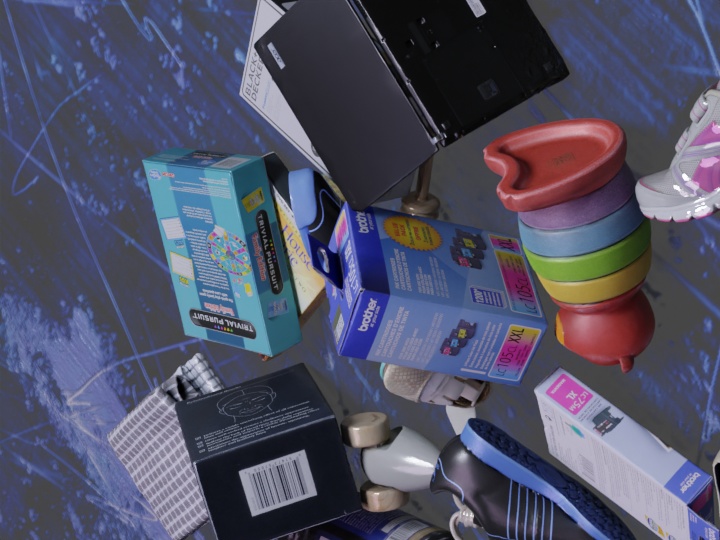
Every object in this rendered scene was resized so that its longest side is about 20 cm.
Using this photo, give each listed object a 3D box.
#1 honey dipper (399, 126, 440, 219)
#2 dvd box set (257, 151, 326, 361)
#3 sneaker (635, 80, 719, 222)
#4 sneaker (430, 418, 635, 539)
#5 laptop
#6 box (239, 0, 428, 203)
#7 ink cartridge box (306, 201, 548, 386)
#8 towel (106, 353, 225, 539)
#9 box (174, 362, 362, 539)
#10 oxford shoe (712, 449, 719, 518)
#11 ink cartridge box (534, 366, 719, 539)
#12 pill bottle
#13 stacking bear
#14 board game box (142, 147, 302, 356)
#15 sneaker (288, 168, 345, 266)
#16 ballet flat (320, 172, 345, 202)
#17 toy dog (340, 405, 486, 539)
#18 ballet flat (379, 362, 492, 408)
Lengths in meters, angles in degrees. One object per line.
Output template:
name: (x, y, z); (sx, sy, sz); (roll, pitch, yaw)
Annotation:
honey dipper: (0.063, -0.111, 1.521); (0.038, 0.038, 0.201); (32, 129, 33)
dvd box set: (-0.095, -0.011, 1.761); (0.147, 0.029, 0.200); (54, 142, 11)
sneaker: (0.279, -0.100, 1.246); (0.200, 0.081, 0.089); (-27, 89, 44)
sneaker: (0.156, 0.219, 1.520); (0.200, 0.070, 0.078); (37, 109, 5)
laptop: (0.040, -0.179, 1.422); (0.178, 0.199, 0.103); (58, 170, 5)
box: (-0.025, -0.162, 1.539); (0.200, 0.060, 0.117); (45, 135, 35)
ink cartridge box: (0.046, 0.017, 1.442); (0.137, 0.199, 0.077); (-101, 25, -54)
towel: (-0.206, 0.215, 1.975); (0.166, 0.085, 0.200); (56, 141, 8)
box: (-0.098, 0.188, 1.718); (0.200, 0.148, 0.108); (-130, 23, -73)
oxford shoe: (0.328, 0.225, 1.375); (0.071, 0.074, 0.201); (-10, 104, 50)
ink cartridge box: (0.239, 0.174, 1.441); (0.200, 0.042, 0.120); (39, 164, 31)
pill bottle: (0.010, 0.295, 1.752); (0.199, 0.112, 0.112); (18, 124, 43)
stacking bear: (0.186, -0.012, 1.377); (0.122, 0.113, 0.201); (-100, -8, -63)
board game box: (-0.142, -0.022, 1.744); (0.151, 0.047, 0.201); (11, 119, 47)
sneaker: (-0.001, -0.020, 1.537); (0.078, 0.070, 0.200); (-17, 128, 12)
ballet flat: (0.000, 0.000, 1.629); (0.071, 0.071, 0.201); (-24, 92, 52)
toy dog: (0.079, 0.183, 1.647); (0.199, 0.096, 0.133); (19, 119, 26)
ballet flat: (0.077, 0.093, 1.523); (0.062, 0.200, 0.068); (33, 97, 19)
